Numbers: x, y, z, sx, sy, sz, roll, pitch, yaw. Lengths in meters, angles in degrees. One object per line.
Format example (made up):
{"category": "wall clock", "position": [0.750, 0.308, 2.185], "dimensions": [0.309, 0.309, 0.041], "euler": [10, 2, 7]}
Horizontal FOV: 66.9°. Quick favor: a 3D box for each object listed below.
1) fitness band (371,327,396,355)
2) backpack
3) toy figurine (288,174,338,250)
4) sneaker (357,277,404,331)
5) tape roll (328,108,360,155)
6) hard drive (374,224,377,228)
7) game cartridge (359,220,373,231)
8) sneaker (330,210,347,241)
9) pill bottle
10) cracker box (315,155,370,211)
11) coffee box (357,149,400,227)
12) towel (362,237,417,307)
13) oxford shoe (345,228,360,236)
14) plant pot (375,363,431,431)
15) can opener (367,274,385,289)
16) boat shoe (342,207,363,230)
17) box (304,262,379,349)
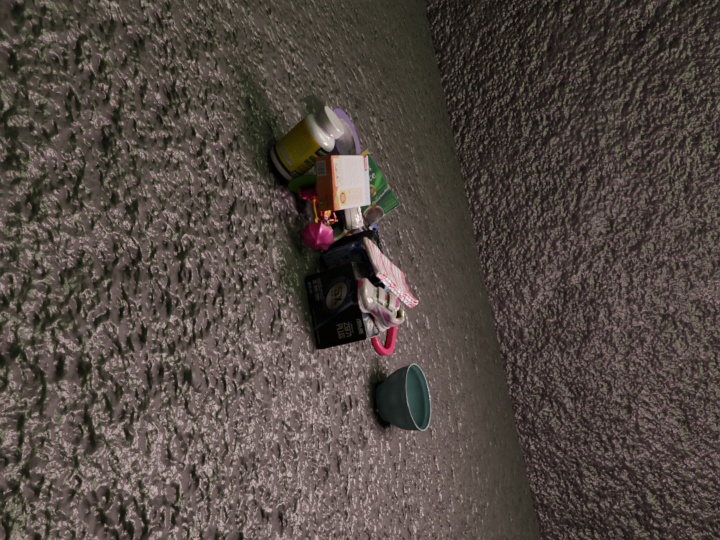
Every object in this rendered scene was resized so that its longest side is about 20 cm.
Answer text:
{"category": "fitness band", "position": [0.080, 0.193, 1.869], "dimensions": [0.146, 0.036, 0.204], "euler": [60, 30, -36]}
{"category": "backpack", "position": [0.000, 0.000, 1.624], "dimensions": [0.134, 0.179, 0.205], "euler": [-41, 112, -42]}
{"category": "toy figurine", "position": [-0.114, -0.148, 1.532], "dimensions": [0.199, 0.145, 0.192], "euler": [16, 68, -66]}
{"category": "sneaker", "position": [0.056, 0.082, 1.438], "dimensions": [0.200, 0.086, 0.084], "euler": [48, 36, -45]}
{"category": "tape roll", "position": [-0.079, -0.421, 1.802], "dimensions": [0.200, 0.082, 0.207], "euler": [42, 41, -51]}
{"category": "hard drive", "position": [0.002, -0.175, 1.906], "dimensions": [0.199, 0.025, 0.137], "euler": [-19, 94, -65]}
{"category": "game cartridge", "position": [-0.021, -0.200, 1.757], "dimensions": [0.200, 0.041, 0.135], "euler": [49, 11, -39]}
{"category": "sneaker", "position": [-0.095, -0.144, 1.656], "dimensions": [0.108, 0.073, 0.201], "euler": [57, 28, -11]}
{"category": "pill bottle", "position": [-0.142, -0.345, 1.474], "dimensions": [0.112, 0.197, 0.114], "euler": [44, 24, -26]}
{"category": "cracker box", "position": [-0.044, -0.238, 1.471], "dimensions": [0.198, 0.056, 0.140], "euler": [-19, 107, -58]}
{"category": "coffee box", "position": [0.021, -0.252, 1.675], "dimensions": [0.204, 0.121, 0.044], "euler": [59, -6, 0]}
{"category": "towel", "position": [0.082, 0.004, 1.503], "dimensions": [0.199, 0.030, 0.149], "euler": [42, 18, -42]}
{"category": "oxford shoe", "position": [0.025, -0.044, 1.728], "dimensions": [0.072, 0.071, 0.203], "euler": [-37, 97, -35]}
{"category": "plant pot", "position": [0.129, 0.411, 1.739], "dimensions": [0.200, 0.130, 0.207], "euler": [39, 44, -51]}
{"category": "can opener", "position": [-0.008, 0.065, 1.563], "dimensions": [0.066, 0.196, 0.055], "euler": [-2, 69, -59]}
{"category": "boat shoe", "position": [-0.023, -0.226, 1.615], "dimensions": [0.071, 0.067, 0.208], "euler": [-144, -134, -74]}
{"category": "box", "position": [-0.051, 0.098, 1.496], "dimensions": [0.085, 0.159, 0.208], "euler": [2, 76, -63]}
